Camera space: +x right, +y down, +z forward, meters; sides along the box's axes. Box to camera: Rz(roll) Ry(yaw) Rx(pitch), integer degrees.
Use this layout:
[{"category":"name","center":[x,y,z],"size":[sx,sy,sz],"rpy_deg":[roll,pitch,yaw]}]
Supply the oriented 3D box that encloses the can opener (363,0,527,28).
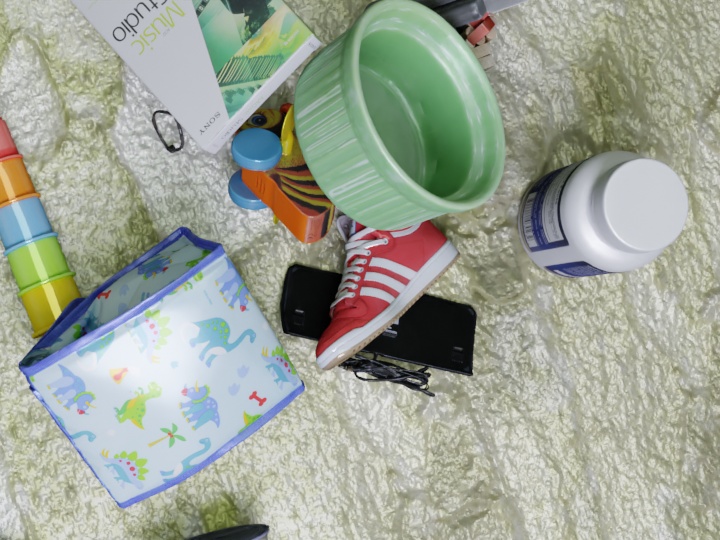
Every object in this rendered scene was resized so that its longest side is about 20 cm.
[{"category":"can opener","center":[0.100,-0.270,1.244],"size":[0.198,0.067,0.054],"rpy_deg":[-14,126,26]}]

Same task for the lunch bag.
[{"category":"lunch bag","center":[-0.179,0.089,1.153],"size":[0.200,0.127,0.171],"rpy_deg":[-39,116,-18]}]

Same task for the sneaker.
[{"category":"sneaker","center":[0.000,0.000,1.221],"size":[0.113,0.071,0.200],"rpy_deg":[51,53,-4]}]

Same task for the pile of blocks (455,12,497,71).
[{"category":"pile of blocks","center":[0.098,-0.224,1.275],"size":[0.081,0.062,0.202],"rpy_deg":[12,84,-11]}]

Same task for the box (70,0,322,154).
[{"category":"box","center":[-0.151,-0.227,1.167],"size":[0.144,0.036,0.200],"rpy_deg":[-44,81,8]}]

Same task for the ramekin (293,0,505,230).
[{"category":"ramekin","center":[0.032,-0.134,1.176],"size":[0.199,0.097,0.202],"rpy_deg":[23,57,-39]}]

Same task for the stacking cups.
[{"category":"stacking cups","center":[-0.314,-0.040,1.188],"size":[0.060,0.060,0.202],"rpy_deg":[-24,89,-11]}]

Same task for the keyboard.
[{"category":"keyboard","center":[0.014,0.065,1.266],"size":[0.198,0.040,0.105],"rpy_deg":[14,62,-10]}]

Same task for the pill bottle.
[{"category":"pill bottle","center":[0.230,-0.052,1.223],"size":[0.110,0.200,0.112],"rpy_deg":[1,87,-11]}]

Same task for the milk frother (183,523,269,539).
[{"category":"milk frother","center":[-0.112,0.337,1.124],"size":[0.179,0.199,0.190],"rpy_deg":[-14,90,-41]}]

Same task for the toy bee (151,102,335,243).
[{"category":"toy bee","center":[-0.082,-0.116,1.212],"size":[0.108,0.131,0.200],"rpy_deg":[-37,83,-35]}]
